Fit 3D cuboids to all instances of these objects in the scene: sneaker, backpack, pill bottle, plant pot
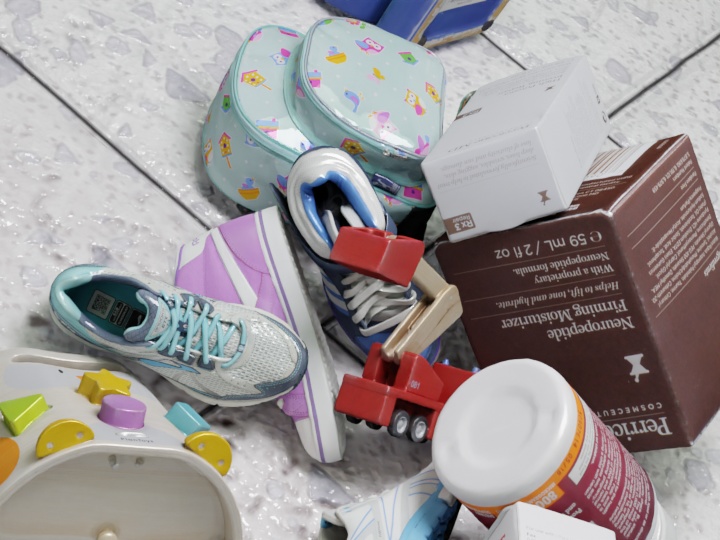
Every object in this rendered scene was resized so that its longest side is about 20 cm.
[{"bbox_3d":[0.000,0.000,1.574,0.146,0.080,0.201,-64,130,-83],"label":"sneaker"},{"bbox_3d":[-0.027,-0.119,1.720,0.199,0.154,0.176,15,46,-9],"label":"backpack"},{"bbox_3d":[0.146,0.162,1.488,0.200,0.114,0.115,46,23,-41],"label":"pill bottle"},{"bbox_3d":[0.019,0.182,1.484,0.086,0.075,0.200,21,30,14],"label":"sneaker"},{"bbox_3d":[-0.136,0.047,1.486,0.199,0.078,0.086,15,-6,3],"label":"sneaker"},{"bbox_3d":[-0.083,0.063,1.559,0.114,0.073,0.201,-20,75,2],"label":"sneaker"},{"bbox_3d":[0.061,-0.328,1.972,0.199,0.200,0.180,-21,66,-46],"label":"plant pot"}]

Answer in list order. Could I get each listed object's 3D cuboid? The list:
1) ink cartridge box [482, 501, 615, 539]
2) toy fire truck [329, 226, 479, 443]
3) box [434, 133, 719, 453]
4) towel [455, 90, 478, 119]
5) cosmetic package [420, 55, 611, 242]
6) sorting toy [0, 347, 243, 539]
[{"bbox_3d":[0.112,0.281,1.369,0.085,0.147,0.201,18,40,-14],"label":"ink cartridge box"},{"bbox_3d":[0.041,0.055,1.533,0.049,0.142,0.200,15,-4,38],"label":"toy fire truck"},{"bbox_3d":[0.191,0.023,1.622,0.164,0.165,0.201,-40,113,-51],"label":"box"},{"bbox_3d":[0.118,-0.034,1.720,0.201,0.022,0.147,63,28,-28],"label":"towel"},{"bbox_3d":[0.125,-0.099,1.610,0.074,0.101,0.200,68,22,-13],"label":"cosmetic package"},{"bbox_3d":[-0.188,0.111,1.424,0.199,0.107,0.180,7,25,-27],"label":"sorting toy"}]
